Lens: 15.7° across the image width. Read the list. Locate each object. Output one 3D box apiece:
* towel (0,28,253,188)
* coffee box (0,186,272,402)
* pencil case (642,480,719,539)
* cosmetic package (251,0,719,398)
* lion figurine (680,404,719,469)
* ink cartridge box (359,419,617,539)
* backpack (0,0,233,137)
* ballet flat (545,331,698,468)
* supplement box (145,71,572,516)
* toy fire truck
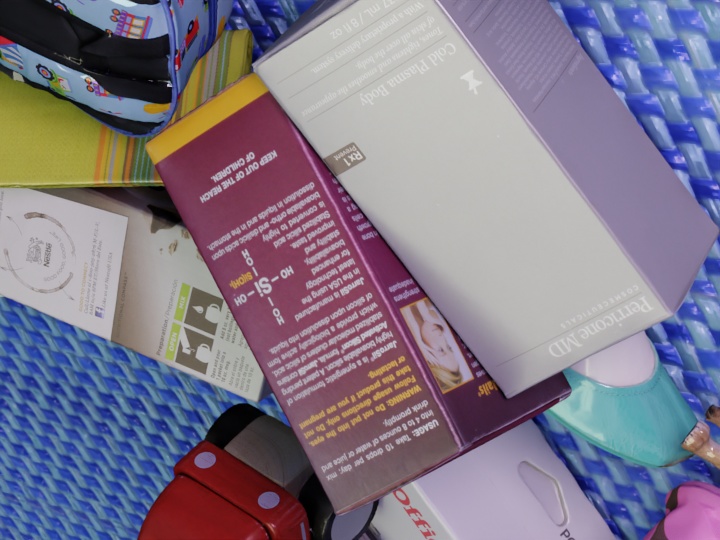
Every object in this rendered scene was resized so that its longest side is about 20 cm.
[{"bbox_3d":[-0.151,-0.081,1.340,0.200,0.086,0.018,0,158,18],"label":"towel"},{"bbox_3d":[-0.110,-0.014,1.395,0.200,0.113,0.080,21,112,17],"label":"coffee box"},{"bbox_3d":[0.142,0.206,1.327,0.091,0.200,0.094,33,169,12],"label":"pencil case"},{"bbox_3d":[0.059,-0.053,1.188,0.107,0.090,0.200,-32,100,36],"label":"cosmetic package"},{"bbox_3d":[0.229,0.072,1.187,0.122,0.072,0.200,33,165,2],"label":"lion figurine"},{"bbox_3d":[0.037,0.146,1.495,0.145,0.083,0.200,53,151,-11],"label":"ink cartridge box"},{"bbox_3d":[-0.140,-0.171,1.269,0.200,0.135,0.183,34,149,21],"label":"backpack"},{"bbox_3d":[0.090,0.021,1.294,0.200,0.067,0.070,35,133,14],"label":"ballet flat"},{"bbox_3d":[0.000,0.000,1.243,0.086,0.110,0.200,-30,85,34],"label":"supplement box"},{"bbox_3d":[-0.096,0.189,1.434,0.129,0.200,0.176,29,145,31],"label":"toy fire truck"}]
